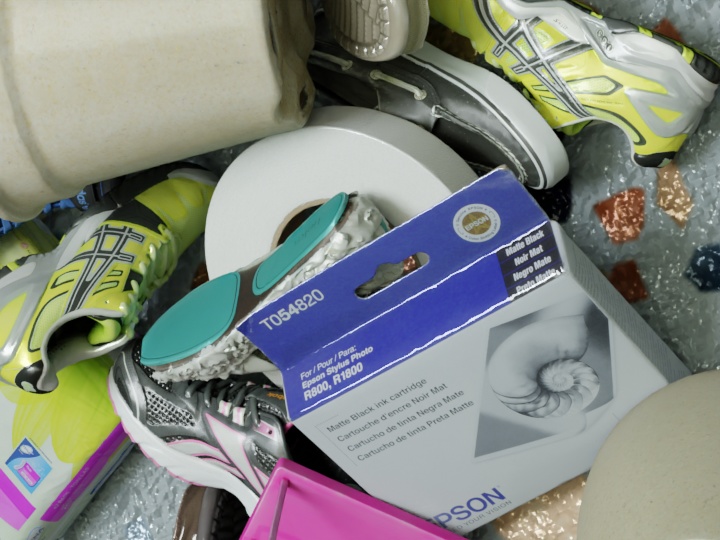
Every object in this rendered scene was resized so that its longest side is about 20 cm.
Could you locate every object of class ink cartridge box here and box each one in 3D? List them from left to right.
[{"bbox_3d":[0.061,0.058,1.208,0.199,0.200,0.041,-30,34,24],"label":"ink cartridge box"}]

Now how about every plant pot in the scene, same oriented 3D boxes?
[{"bbox_3d":[-0.126,-0.138,1.217,0.182,0.200,0.203,-6,87,11],"label":"plant pot"}]

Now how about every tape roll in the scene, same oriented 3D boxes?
[{"bbox_3d":[0.000,0.000,1.269,0.201,0.037,0.205,13,120,22],"label":"tape roll"}]

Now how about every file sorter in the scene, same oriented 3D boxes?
[{"bbox_3d":[-0.031,0.245,1.234,0.138,0.126,0.201,24,112,-6],"label":"file sorter"}]

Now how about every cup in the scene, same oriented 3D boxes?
[{"bbox_3d":[0.199,0.168,1.129,0.198,0.143,0.202,5,104,20],"label":"cup"}]

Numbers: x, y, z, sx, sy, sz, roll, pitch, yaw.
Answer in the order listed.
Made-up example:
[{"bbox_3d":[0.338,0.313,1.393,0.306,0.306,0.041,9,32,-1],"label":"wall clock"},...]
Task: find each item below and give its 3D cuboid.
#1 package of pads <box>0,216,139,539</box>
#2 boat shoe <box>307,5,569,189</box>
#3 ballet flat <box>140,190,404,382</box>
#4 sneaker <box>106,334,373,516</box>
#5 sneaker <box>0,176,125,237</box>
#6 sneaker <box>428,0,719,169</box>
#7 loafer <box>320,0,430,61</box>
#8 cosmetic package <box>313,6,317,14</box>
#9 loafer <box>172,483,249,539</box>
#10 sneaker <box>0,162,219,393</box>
[{"bbox_3d":[-0.233,0.063,1.412,0.200,0.068,0.155,47,109,19],"label":"package of pads"},{"bbox_3d":[0.036,-0.095,1.269,0.199,0.071,0.064,34,67,30],"label":"boat shoe"},{"bbox_3d":[-0.050,0.026,1.248,0.199,0.071,0.072,-33,75,36],"label":"ballet flat"},{"bbox_3d":[-0.064,0.099,1.309,0.199,0.080,0.087,36,130,8],"label":"sneaker"},{"bbox_3d":[-0.211,-0.058,1.354,0.110,0.200,0.077,17,140,22],"label":"sneaker"},{"bbox_3d":[0.111,-0.125,1.238,0.199,0.075,0.077,26,101,26],"label":"sneaker"},{"bbox_3d":[0.006,-0.187,1.248,0.200,0.068,0.076,-120,28,-53],"label":"loafer"},{"bbox_3d":[-0.130,-0.204,1.354,0.107,0.090,0.201,-41,70,21],"label":"cosmetic package"},{"bbox_3d":[-0.121,0.225,1.352,0.070,0.073,0.202,15,96,26],"label":"loafer"},{"bbox_3d":[-0.157,0.009,1.321,0.200,0.076,0.076,-40,59,-22],"label":"sneaker"}]
